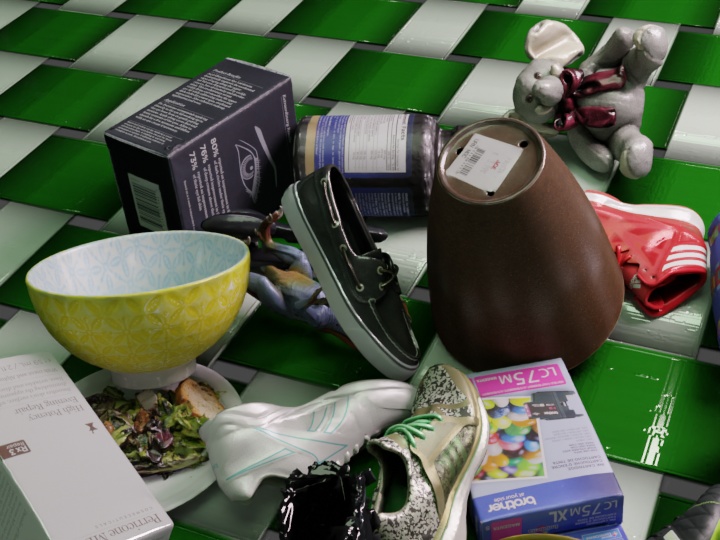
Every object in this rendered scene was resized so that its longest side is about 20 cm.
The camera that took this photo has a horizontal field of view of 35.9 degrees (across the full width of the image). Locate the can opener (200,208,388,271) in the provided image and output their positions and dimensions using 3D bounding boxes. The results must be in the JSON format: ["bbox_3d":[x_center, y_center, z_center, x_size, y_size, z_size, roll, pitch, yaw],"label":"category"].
[{"bbox_3d":[-0.069,-0.025,1.168,0.197,0.064,0.079,8,11,2],"label":"can opener"}]

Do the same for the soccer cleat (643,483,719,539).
[{"bbox_3d":[0.212,0.219,0.802,0.080,0.068,0.200,20,47,32],"label":"soccer cleat"}]

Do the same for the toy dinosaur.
[{"bbox_3d":[-0.041,0.025,1.091,0.182,0.200,0.105,47,55,2],"label":"toy dinosaur"}]

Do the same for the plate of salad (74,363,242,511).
[{"bbox_3d":[-0.201,0.138,0.977,0.197,0.049,0.201,-3,38,3],"label":"plate of salad"}]

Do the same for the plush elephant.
[{"bbox_3d":[0.245,-0.201,1.275,0.152,0.167,0.200,7,8,-5],"label":"plush elephant"}]

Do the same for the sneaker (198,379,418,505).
[{"bbox_3d":[-0.033,0.147,0.939,0.197,0.071,0.081,-11,64,-19],"label":"sneaker"}]

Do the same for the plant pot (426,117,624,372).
[{"bbox_3d":[0.131,-0.033,0.987,0.184,0.201,0.189,-10,53,13],"label":"plant pot"}]

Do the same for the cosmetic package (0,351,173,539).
[{"bbox_3d":[-0.243,0.161,0.866,0.101,0.075,0.200,-11,47,-48],"label":"cosmetic package"}]

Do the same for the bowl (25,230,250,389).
[{"bbox_3d":[-0.193,0.042,1.003,0.197,0.109,0.200,-4,18,1],"label":"bowl"}]

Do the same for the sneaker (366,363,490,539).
[{"bbox_3d":[0.045,0.143,0.868,0.076,0.089,0.202,-23,36,32],"label":"sneaker"}]

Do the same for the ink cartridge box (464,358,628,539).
[{"bbox_3d":[0.139,0.157,0.914,0.117,0.042,0.201,-9,39,-4],"label":"ink cartridge box"}]

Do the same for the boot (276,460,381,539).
[{"bbox_3d":[-0.017,0.239,0.724,0.072,0.164,0.199,-2,37,7],"label":"boot"}]

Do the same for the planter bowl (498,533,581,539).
[{"bbox_3d":[0.137,0.262,0.702,0.198,0.203,0.083,20,9,30],"label":"planter bowl"}]

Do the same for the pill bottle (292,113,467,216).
[{"bbox_3d":[0.030,-0.115,1.224,0.197,0.113,0.113,1,37,7],"label":"pill bottle"}]

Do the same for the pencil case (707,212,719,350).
[{"bbox_3d":[0.371,0.018,1.031,0.086,0.079,0.201,18,39,-1],"label":"pencil case"}]

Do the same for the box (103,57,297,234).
[{"bbox_3d":[-0.165,-0.121,1.229,0.103,0.150,0.200,21,43,32],"label":"box"}]

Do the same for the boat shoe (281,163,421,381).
[{"bbox_3d":[0.000,0.000,0.969,0.202,0.056,0.068,59,27,9],"label":"boat shoe"}]

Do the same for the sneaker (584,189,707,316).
[{"bbox_3d":[0.246,-0.016,1.096,0.197,0.079,0.116,-2,36,7],"label":"sneaker"}]
